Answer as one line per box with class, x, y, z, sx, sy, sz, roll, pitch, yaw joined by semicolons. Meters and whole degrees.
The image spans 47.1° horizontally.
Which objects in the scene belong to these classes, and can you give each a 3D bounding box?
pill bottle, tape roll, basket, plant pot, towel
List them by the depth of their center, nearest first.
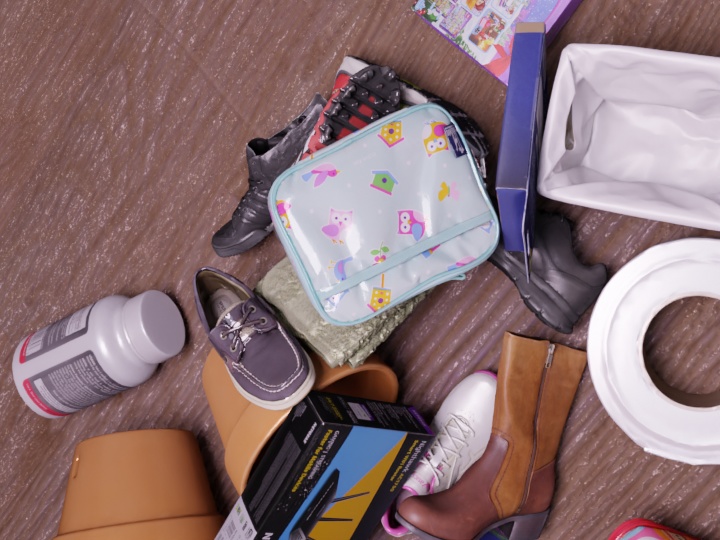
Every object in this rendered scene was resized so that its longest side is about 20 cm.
basket;0.272;-0.116;0.742;0.196;0.123;0.139;13;98;22
tape roll;0.312;0.072;0.765;0.197;0.071;0.208;1;94;21
towel;0.000;0.000;0.833;0.147;0.037;0.199;34;62;30
plant pot;-0.077;0.131;0.872;0.140;0.198;0.202;44;108;30
plant pot;-0.253;0.264;0.944;0.196;0.199;0.144;-15;72;22
pill bottle;-0.313;0.097;1.000;0.197;0.110;0.113;-23;84;22

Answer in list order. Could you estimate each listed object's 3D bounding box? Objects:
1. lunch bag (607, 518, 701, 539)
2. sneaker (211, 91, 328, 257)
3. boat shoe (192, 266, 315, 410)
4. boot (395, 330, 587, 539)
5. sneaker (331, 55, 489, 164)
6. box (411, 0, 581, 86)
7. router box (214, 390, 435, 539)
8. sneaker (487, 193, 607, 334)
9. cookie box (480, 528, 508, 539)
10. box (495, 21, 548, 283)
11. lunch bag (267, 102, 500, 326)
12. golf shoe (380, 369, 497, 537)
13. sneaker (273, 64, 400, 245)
lunch bag;0.257;0.337;0.754;0.173;0.082;0.204;23;99;-19
sneaker;-0.102;-0.101;0.910;0.197;0.060;0.105;-26;117;15
boat shoe;-0.112;0.059;0.783;0.071;0.065;0.200;-37;40;-9
boot;0.131;0.161;0.795;0.184;0.068;0.205;8;100;-24
sneaker;0.048;-0.150;0.866;0.198;0.076;0.086;35;111;28
box;0.161;-0.304;0.822;0.136;0.039;0.201;42;107;16
router box;-0.036;0.214;0.801;0.202;0.147;0.051;-60;42;19
sneaker;0.163;-0.034;0.828;0.091;0.076;0.200;-44;80;6
cookie box;0.117;0.377;0.858;0.169;0.075;0.203;30;104;18
box;0.148;-0.104;0.753;0.032;0.122;0.205;3;67;15
lunch bag;0.026;-0.048;0.752;0.196;0.077;0.163;-25;92;-6
golf shoe;0.086;0.195;0.853;0.075;0.091;0.203;33;103;18
sneaker;-0.029;-0.116;0.833;0.070;0.098;0.203;28;93;-16
